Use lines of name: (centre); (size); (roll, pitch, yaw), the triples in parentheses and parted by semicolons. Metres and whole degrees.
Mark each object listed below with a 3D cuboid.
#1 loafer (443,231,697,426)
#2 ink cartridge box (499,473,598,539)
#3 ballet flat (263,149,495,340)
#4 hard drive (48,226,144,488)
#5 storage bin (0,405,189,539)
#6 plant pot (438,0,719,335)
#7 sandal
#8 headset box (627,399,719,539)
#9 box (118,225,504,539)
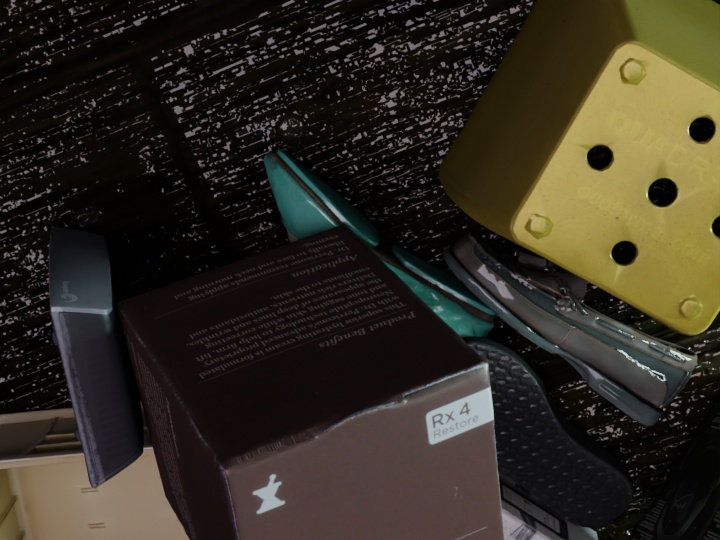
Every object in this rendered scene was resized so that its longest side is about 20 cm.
loafer: (0.147, 0.028, 1.003); (0.200, 0.072, 0.063); (37, 103, -17)
ink cartridge box: (0.097, 0.219, 1.067); (0.200, 0.068, 0.116); (33, 108, -6)
ballet flat: (0.000, 0.000, 1.001); (0.200, 0.067, 0.070); (36, 100, -9)
hard drive: (-0.178, 0.048, 0.968); (0.042, 0.200, 0.135); (-12, 107, -8)
storage bin: (-0.173, 0.206, 1.070); (0.198, 0.094, 0.200); (-6, 107, 6)
plant pot: (0.178, -0.071, 0.909); (0.200, 0.176, 0.200); (28, 109, -5)
sandal: (0.119, 0.113, 1.041); (0.075, 0.048, 0.200); (-35, 119, 17)
headset box: (0.254, 0.176, 0.966); (0.077, 0.149, 0.200); (34, 84, -7)
box: (-0.032, 0.103, 0.892); (0.166, 0.200, 0.165); (-19, 123, -17)
